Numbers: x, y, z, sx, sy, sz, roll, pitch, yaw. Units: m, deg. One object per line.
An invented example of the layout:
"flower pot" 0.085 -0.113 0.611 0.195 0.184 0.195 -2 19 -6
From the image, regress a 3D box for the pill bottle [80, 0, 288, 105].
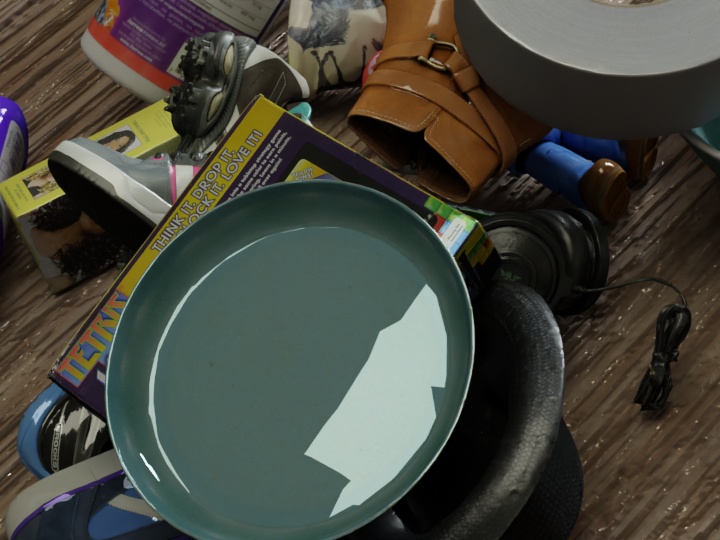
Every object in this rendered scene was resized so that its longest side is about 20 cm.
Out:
"pill bottle" -0.102 -0.213 1.279 0.200 0.111 0.111 -56 47 10

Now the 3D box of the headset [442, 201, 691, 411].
"headset" 0.100 0.011 1.074 0.200 0.094 0.123 19 15 29

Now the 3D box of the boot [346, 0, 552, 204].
"boot" 0.032 -0.136 1.127 0.200 0.077 0.155 36 60 7

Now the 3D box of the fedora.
"fedora" 0.059 0.104 0.982 0.200 0.092 0.201 -33 32 25

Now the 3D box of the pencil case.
"pencil case" 0.041 -0.170 1.275 0.199 0.089 0.078 -9 64 10

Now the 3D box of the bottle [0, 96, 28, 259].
"bottle" -0.275 -0.031 1.240 0.065 0.084 0.200 8 48 -3

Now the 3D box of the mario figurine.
"mario figurine" 0.088 -0.106 1.177 0.200 0.106 0.123 21 22 24

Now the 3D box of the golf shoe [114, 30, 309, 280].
"golf shoe" -0.094 -0.052 1.182 0.201 0.094 0.078 -68 25 8

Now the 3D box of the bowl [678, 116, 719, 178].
"bowl" 0.283 -0.107 1.109 0.200 0.105 0.201 -9 53 13

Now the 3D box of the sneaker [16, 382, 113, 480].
"sneaker" -0.118 0.068 1.117 0.083 0.071 0.200 38 63 18

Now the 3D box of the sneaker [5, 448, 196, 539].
"sneaker" -0.088 0.159 1.013 0.200 0.081 0.147 -23 57 -15

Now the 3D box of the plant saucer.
"plant saucer" -0.035 0.049 0.927 0.200 0.027 0.201 -8 64 17

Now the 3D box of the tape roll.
"tape roll" 0.154 -0.176 1.068 0.200 0.066 0.201 -1 60 2

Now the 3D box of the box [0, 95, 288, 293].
"box" -0.140 -0.067 1.239 0.200 0.075 0.050 -30 42 -10

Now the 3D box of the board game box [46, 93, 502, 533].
"board game box" -0.047 0.027 0.989 0.165 0.057 0.200 32 81 30

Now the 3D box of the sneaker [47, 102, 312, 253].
"sneaker" -0.078 -0.056 1.100 0.200 0.084 0.121 29 69 6
